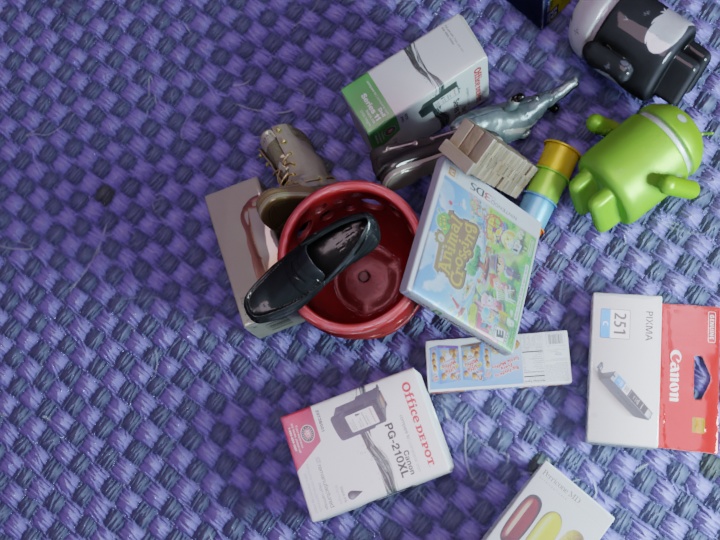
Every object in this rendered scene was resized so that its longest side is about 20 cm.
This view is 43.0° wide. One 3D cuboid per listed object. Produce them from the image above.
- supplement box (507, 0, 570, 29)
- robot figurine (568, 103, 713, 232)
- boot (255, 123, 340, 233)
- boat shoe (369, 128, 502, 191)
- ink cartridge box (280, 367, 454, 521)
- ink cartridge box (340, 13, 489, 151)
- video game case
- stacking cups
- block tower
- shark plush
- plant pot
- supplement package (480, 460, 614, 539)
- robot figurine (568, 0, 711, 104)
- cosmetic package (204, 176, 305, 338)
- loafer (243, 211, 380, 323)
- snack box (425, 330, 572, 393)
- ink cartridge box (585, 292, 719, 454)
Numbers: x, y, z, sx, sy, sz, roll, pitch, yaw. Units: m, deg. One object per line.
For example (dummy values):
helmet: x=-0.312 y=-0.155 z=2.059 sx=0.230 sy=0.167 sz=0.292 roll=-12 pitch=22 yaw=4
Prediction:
supplement box: x=0.299 y=-0.481 z=1.345 sx=0.109 sy=0.109 sz=0.200 roll=43 pitch=87 yaw=16
robot figurine: x=0.381 y=-0.146 z=1.250 sx=0.199 sy=0.116 sz=0.176 roll=-38 pitch=49 yaw=-1
boot: x=-0.105 y=-0.135 z=1.296 sx=0.072 sy=0.199 sz=0.156 roll=-45 pitch=70 yaw=29
boat shoe: x=0.104 y=-0.166 z=1.242 sx=0.197 sy=0.067 sz=0.058 roll=-20 pitch=68 yaw=-24
ink cartridge box: x=0.011 y=0.235 z=1.238 sx=0.197 sy=0.084 sz=0.147 roll=-21 pitch=75 yaw=4
ink cartridge box: x=0.083 y=-0.254 z=1.309 sx=0.198 sy=0.147 sz=0.084 roll=-33 pitch=74 yaw=1
video game case: x=0.148 y=-0.020 z=1.177 sx=0.181 sy=0.022 sz=0.203 roll=30 pitch=62 yaw=-24
stacking cups: x=0.246 y=-0.083 z=1.286 sx=0.060 sy=0.061 sz=0.202 roll=24 pitch=82 yaw=14
block tower: x=0.176 y=-0.147 z=1.216 sx=0.054 sy=0.199 sz=0.058 roll=43 pitch=106 yaw=25
shark plush: x=0.223 y=-0.219 z=1.306 sx=0.197 sy=0.084 sz=0.092 roll=-13 pitch=65 yaw=4
plant pot: x=0.000 y=0.000 z=1.244 sx=0.197 sy=0.183 sz=0.204 roll=-2 pitch=76 yaw=8
supplement package: x=0.216 y=0.357 z=1.164 sx=0.113 sy=0.110 sz=0.201 roll=37 pitch=85 yaw=15
robot figurine: x=0.388 y=-0.320 z=1.288 sx=0.199 sy=0.150 sz=0.126 roll=39 pitch=101 yaw=16
cosmetic package: x=-0.147 y=-0.017 z=1.315 sx=0.086 sy=0.103 sz=0.203 roll=-20 pitch=76 yaw=3
loafer: x=-0.063 y=-0.007 z=1.128 sx=0.199 sy=0.070 sz=0.069 roll=-35 pitch=76 yaw=1
snack box: x=0.190 y=0.127 z=1.266 sx=0.196 sy=0.024 sz=0.073 roll=-5 pitch=77 yaw=8
ink cartridge box: x=0.393 y=0.136 z=1.221 sx=0.173 sy=0.045 sz=0.204 roll=3 pitch=78 yaw=11
